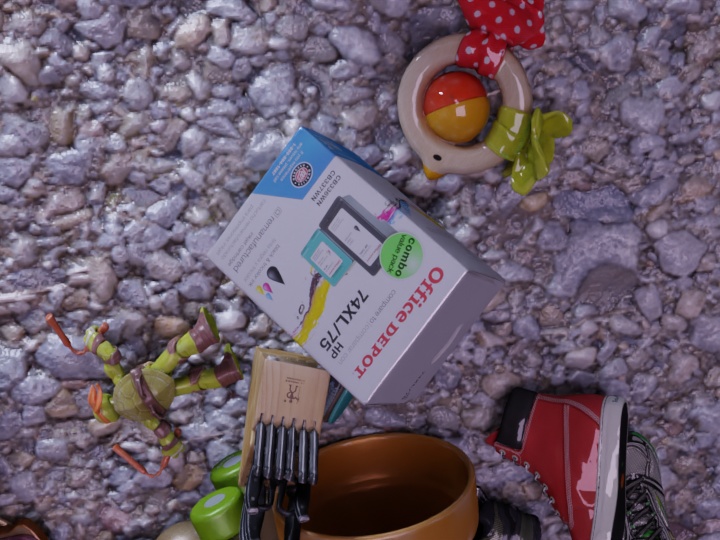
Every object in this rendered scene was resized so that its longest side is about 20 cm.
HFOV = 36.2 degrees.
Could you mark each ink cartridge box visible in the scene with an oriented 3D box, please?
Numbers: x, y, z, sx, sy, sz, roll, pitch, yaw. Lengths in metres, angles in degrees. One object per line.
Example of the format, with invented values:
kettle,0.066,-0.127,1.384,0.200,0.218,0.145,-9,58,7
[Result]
ink cartridge box,0.000,0.000,0.985,0.200,0.146,0.147,41,99,18

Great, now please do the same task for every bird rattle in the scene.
bird rattle,0.110,-0.166,1.023,0.161,0.113,0.203,-17,104,16

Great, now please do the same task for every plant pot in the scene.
plant pot,0.024,0.289,1.082,0.197,0.200,0.186,-10,108,-4

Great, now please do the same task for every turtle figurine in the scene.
turtle figurine,-0.206,0.103,1.074,0.160,0.064,0.202,-29,106,2

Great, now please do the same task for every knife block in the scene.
knife block,-0.078,0.167,1.020,0.063,0.200,0.178,11,90,-9

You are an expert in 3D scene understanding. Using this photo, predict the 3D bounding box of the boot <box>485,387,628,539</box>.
boot,0.197,0.224,1.128,0.142,0.072,0.204,3,93,24

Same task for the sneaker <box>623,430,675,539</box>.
sneaker,0.300,0.263,1.164,0.077,0.085,0.203,-18,106,-1

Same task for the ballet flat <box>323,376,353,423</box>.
ballet flat,0.002,0.056,1.093,0.074,0.074,0.201,34,97,-14

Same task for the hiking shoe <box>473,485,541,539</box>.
hiking shoe,0.107,0.329,1.176,0.100,0.076,0.202,30,93,-2

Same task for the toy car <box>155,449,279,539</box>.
toy car,-0.165,0.304,1.099,0.198,0.158,0.166,-22,103,12

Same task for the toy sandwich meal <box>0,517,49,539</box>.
toy sandwich meal,-0.399,0.335,1.112,0.202,0.070,0.209,-2,105,-6
